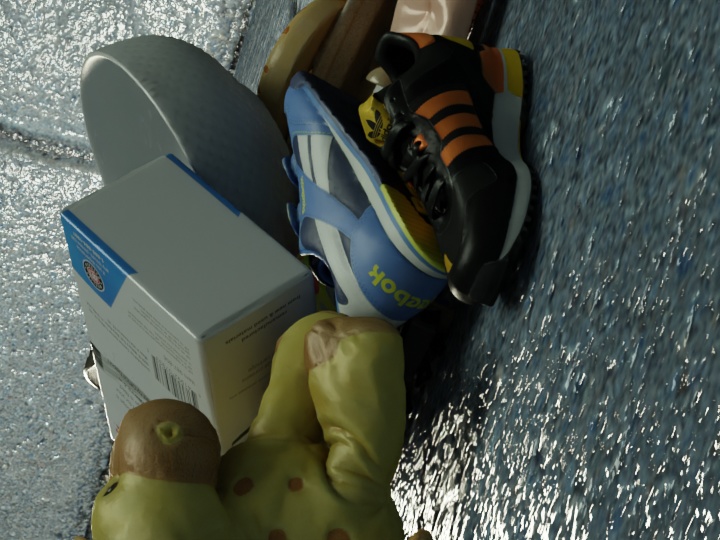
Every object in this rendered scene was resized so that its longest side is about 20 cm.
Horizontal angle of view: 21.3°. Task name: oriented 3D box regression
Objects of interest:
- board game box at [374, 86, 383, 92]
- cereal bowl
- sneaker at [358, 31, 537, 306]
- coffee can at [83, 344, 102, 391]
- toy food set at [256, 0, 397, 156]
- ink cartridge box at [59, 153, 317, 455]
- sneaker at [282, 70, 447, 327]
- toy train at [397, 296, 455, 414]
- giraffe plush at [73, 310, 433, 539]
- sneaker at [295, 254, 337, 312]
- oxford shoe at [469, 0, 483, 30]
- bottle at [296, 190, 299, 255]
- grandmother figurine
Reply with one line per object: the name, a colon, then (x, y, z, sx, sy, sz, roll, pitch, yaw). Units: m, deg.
board game box: (0.027, -0.111, 1.385, 0.200, 0.026, 0.201, 115, 166, -49)
cereal bowl: (-0.099, -0.064, 1.235, 0.200, 0.083, 0.201, 49, 155, 31)
sneaker: (0.039, -0.058, 1.015, 0.201, 0.090, 0.070, -86, 14, -50)
coffee can: (-0.124, -0.003, 1.472, 0.146, 0.146, 0.201, 127, 153, -67)
toy food set: (-0.017, -0.147, 1.313, 0.201, 0.048, 0.198, -62, -6, -26)
ink cartridge box: (-0.094, 0.054, 1.143, 0.144, 0.084, 0.201, 39, 148, 36)
sneaker: (-0.009, -0.041, 1.089, 0.082, 0.074, 0.200, -52, 37, 22)
toy train: (0.016, 0.071, 1.144, 0.200, 0.034, 0.046, 116, 177, -52)
giraffe plush: (-0.065, 0.121, 0.979, 0.173, 0.161, 0.201, 110, 153, -54)
sneaker: (0.000, 0.000, 1.168, 0.078, 0.090, 0.201, -87, 16, -58)
oxford shoe: (0.053, -0.221, 1.248, 0.071, 0.072, 0.201, -156, 81, -81)
bottle: (-0.019, 0.017, 1.279, 0.065, 0.083, 0.201, -22, -48, -59)
grandmother figurine: (0.059, -0.206, 1.183, 0.060, 0.121, 0.201, -3, -66, -56)
